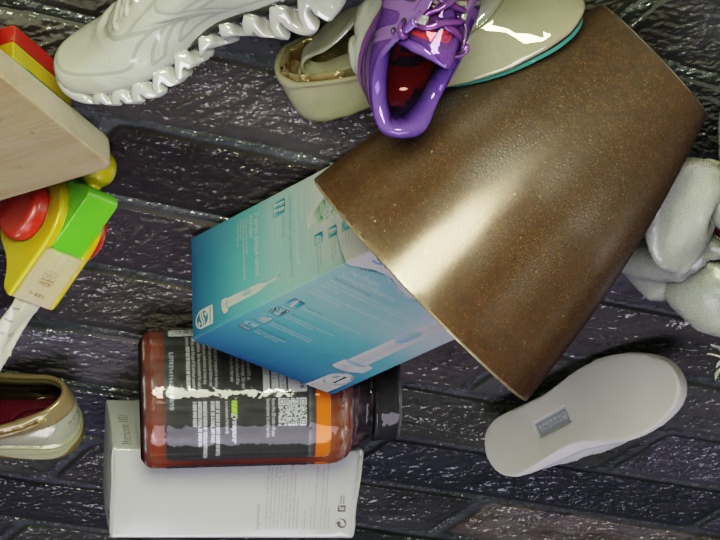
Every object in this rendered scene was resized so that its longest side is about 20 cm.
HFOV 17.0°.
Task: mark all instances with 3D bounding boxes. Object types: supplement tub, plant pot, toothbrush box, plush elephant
[{"bbox_3d":[-0.070,0.097,1.838,0.199,0.108,0.107,-1,154,-6],"label":"supplement tub"},{"bbox_3d":[0.107,-0.057,1.457,0.200,0.187,0.187,-44,145,5],"label":"plant pot"},{"bbox_3d":[0.000,0.000,1.675,0.199,0.086,0.146,-26,145,38],"label":"toothbrush box"},{"bbox_3d":[0.244,-0.039,1.558,0.164,0.201,0.155,1,131,-15],"label":"plush elephant"}]

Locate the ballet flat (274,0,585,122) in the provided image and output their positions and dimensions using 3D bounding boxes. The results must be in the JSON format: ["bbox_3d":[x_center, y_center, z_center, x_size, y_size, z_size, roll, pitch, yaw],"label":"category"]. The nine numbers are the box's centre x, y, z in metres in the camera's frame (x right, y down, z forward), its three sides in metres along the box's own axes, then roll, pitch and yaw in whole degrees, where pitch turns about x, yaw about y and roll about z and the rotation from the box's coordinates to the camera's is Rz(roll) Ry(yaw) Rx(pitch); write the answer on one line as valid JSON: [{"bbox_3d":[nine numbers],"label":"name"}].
[{"bbox_3d":[0.035,-0.139,1.431,0.199,0.070,0.069,-18,151,28],"label":"ballet flat"}]

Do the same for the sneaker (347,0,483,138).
[{"bbox_3d":[0.048,-0.158,1.323,0.080,0.084,0.201,5,129,-11],"label":"sneaker"}]

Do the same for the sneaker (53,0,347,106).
[{"bbox_3d":[-0.102,-0.157,1.373,0.199,0.075,0.081,-22,135,27],"label":"sneaker"}]

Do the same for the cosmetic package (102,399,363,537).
[{"bbox_3d":[-0.107,0.159,1.935,0.199,0.082,0.113,2,-163,-12],"label":"cosmetic package"}]

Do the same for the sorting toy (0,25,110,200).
[{"bbox_3d":[-0.283,-0.107,1.436,0.199,0.070,0.199,-14,152,21],"label":"sorting toy"}]

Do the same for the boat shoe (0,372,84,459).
[{"bbox_3d":[-0.317,0.108,1.881,0.199,0.074,0.067,-4,141,-3],"label":"boat shoe"}]

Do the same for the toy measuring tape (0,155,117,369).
[{"bbox_3d":[-0.226,-0.004,1.606,0.073,0.074,0.200,22,111,-42],"label":"toy measuring tape"}]

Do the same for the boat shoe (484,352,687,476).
[{"bbox_3d":[0.194,0.120,1.975,0.200,0.072,0.068,-34,163,36],"label":"boat shoe"}]
